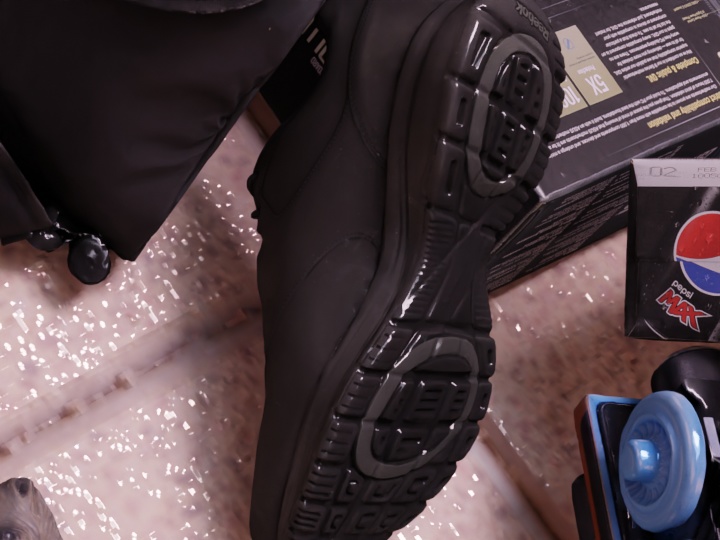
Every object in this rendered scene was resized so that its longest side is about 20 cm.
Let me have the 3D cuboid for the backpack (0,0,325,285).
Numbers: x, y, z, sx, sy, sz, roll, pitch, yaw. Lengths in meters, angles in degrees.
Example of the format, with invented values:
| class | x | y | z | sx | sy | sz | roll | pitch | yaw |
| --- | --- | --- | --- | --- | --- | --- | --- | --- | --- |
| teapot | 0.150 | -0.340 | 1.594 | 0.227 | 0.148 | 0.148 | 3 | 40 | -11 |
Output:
| class | x | y | z | sx | sy | sz | roll | pitch | yaw |
| --- | --- | --- | --- | --- | --- | --- | --- | --- | --- |
| backpack | -0.114 | -0.118 | 0.738 | 0.200 | 0.167 | 0.127 | 35 | 26 | -6 |

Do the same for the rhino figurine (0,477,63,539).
| class | x | y | z | sx | sy | sz | roll | pitch | yaw |
| --- | --- | --- | --- | --- | --- | --- | --- | --- | --- |
| rhino figurine | -0.062 | 0.130 | 0.652 | 0.200 | 0.060 | 0.087 | 43 | 56 | 2 |

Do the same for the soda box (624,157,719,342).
| class | x | y | z | sx | sy | sz | roll | pitch | yaw |
| --- | --- | --- | --- | --- | --- | --- | --- | --- | --- |
| soda box | 0.164 | -0.005 | 0.835 | 0.200 | 0.070 | 0.064 | 1 | 90 | -63 |

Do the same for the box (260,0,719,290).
| class | x | y | z | sx | sy | sz | roll | pitch | yaw |
| --- | --- | --- | --- | --- | --- | --- | --- | --- | --- |
| box | 0.062 | -0.095 | 0.867 | 0.200 | 0.086 | 0.164 | -24 | 74 | -43 |

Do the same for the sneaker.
| class | x | y | z | sx | sy | sz | roll | pitch | yaw |
| --- | --- | --- | --- | --- | --- | --- | --- | --- | --- |
| sneaker | 0.000 | 0.000 | 0.745 | 0.076 | 0.090 | 0.201 | 20 | 89 | -52 |

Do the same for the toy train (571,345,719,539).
| class | x | y | z | sx | sy | sz | roll | pitch | yaw |
| --- | --- | --- | --- | --- | --- | --- | --- | --- | --- |
| toy train | 0.115 | 0.127 | 0.741 | 0.086 | 0.114 | 0.201 | 6 | 57 | -24 |
